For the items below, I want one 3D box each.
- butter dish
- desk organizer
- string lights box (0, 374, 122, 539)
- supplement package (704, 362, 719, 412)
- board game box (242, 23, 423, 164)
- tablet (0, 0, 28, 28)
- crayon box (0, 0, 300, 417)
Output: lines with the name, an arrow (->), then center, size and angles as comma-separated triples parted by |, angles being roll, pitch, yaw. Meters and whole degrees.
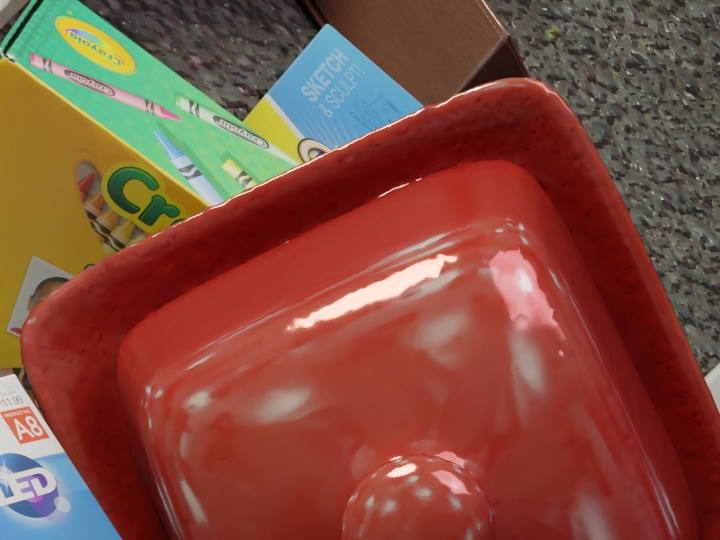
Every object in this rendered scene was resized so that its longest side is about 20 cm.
butter dish -> 0.015, 0.066, 0.842 | 0.148, 0.199, 0.201 | -107, 172, -83
desk organizer -> 0.011, -0.155, 1.259 | 0.072, 0.077, 0.200 | -9, 59, -50
string lights box -> -0.102, 0.134, 0.834 | 0.103, 0.059, 0.200 | -13, 62, -50
supplement package -> 0.248, 0.080, 1.129 | 0.191, 0.147, 0.200 | 49, 15, 10
board game box -> 0.000, 0.000, 1.107 | 0.153, 0.040, 0.200 | 40, 33, -4
tablet -> -0.168, -0.183, 1.059 | 0.014, 0.130, 0.201 | 7, 46, -57
crayon box -> -0.064, 0.010, 0.957 | 0.200, 0.119, 0.058 | 36, 32, -9
